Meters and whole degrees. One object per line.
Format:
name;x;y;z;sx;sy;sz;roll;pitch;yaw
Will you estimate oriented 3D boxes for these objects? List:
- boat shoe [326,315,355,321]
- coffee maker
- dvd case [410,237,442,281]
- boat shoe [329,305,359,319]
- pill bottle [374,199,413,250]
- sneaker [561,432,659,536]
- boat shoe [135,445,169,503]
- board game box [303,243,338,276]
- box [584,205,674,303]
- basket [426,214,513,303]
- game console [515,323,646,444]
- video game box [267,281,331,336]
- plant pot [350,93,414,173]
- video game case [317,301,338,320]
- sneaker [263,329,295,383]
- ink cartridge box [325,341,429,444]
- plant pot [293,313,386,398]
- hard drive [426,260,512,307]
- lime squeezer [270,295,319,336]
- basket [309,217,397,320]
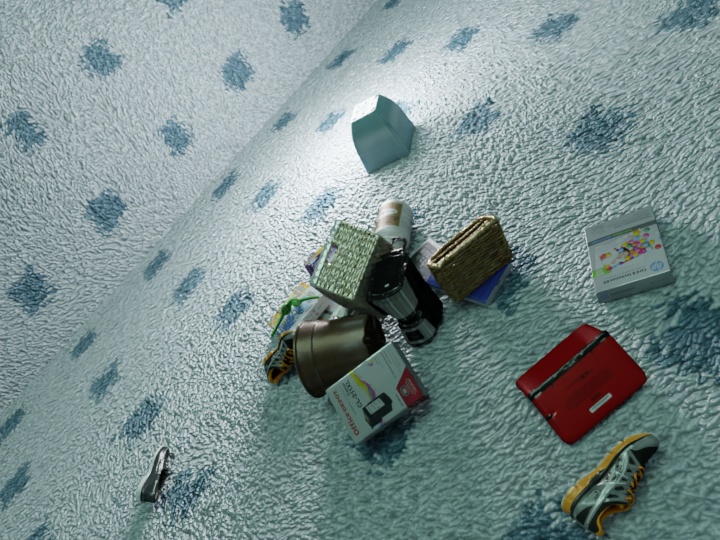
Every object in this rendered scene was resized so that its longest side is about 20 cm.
boat shoe;-0.073;0.163;1.711;0.198;0.074;0.067;-39;26;38
coffee maker;0.125;0.055;1.542;0.133;0.201;0.195;7;56;46
dvd case;0.164;0.008;1.718;0.200;0.025;0.150;-44;34;-1
boat shoe;-0.011;0.092;1.768;0.069;0.070;0.203;28;87;44
pill bottle;0.096;-0.107;1.838;0.112;0.115;0.204;-19;39;30
sneaker;0.428;0.352;1.010;0.200;0.078;0.077;-45;46;1
boat shoe;-0.599;0.606;1.806;0.058;0.077;0.202;7;34;1
board game box;-0.083;-0.037;2.001;0.199;0.057;0.166;-42;31;2
box;0.576;-0.036;1.320;0.153;0.041;0.204;-21;39;30
basket;0.256;-0.054;1.513;0.198;0.150;0.143;-39;39;0
game console;0.429;0.218;1.204;0.199;0.119;0.174;-40;64;3
video game box;-0.195;0.134;1.910;0.183;0.047;0.199;-49;26;-11
plant pot;0.066;-0.532;2.279;0.192;0.201;0.199;-19;38;29
video game case;-0.116;0.155;1.850;0.141;0.018;0.202;8;58;50
sneaker;-0.214;0.249;1.762;0.201;0.077;0.078;-53;33;32
ink cartridge box;0.039;0.286;1.416;0.198;0.083;0.148;-37;72;7
plant pot;-0.043;0.206;1.568;0.193;0.202;0.204;-16;39;22
hard drive;0.277;0.011;1.572;0.197;0.025;0.133;18;65;46
lime squeezer;-0.209;0.115;1.863;0.198;0.038;0.071;-38;27;13
basket;0.000;0.000;1.630;0.158;0.199;0.203;17;79;37
